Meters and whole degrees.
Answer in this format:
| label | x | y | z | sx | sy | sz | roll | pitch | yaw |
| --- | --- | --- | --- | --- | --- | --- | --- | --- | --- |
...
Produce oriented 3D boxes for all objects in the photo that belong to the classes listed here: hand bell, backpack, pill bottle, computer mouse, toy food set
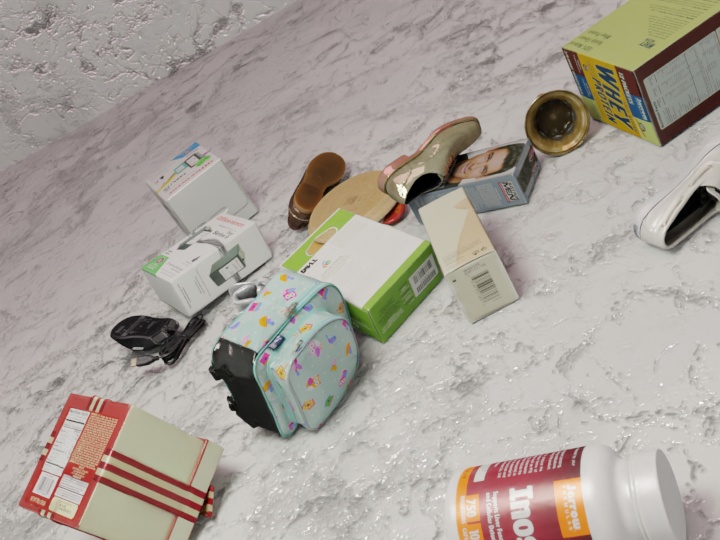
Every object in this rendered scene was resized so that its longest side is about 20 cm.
| label | x | y | z | sx | sy | sz | roll | pitch | yaw |
| --- | --- | --- | --- | --- | --- | --- | --- | --- | --- |
| hand bell | 0.314 | -0.269 | 1.477 | 0.104 | 0.105 | 0.200 | -26 | 19 | 13 |
| backpack | -0.088 | 0.106 | 1.209 | 0.152 | 0.177 | 0.201 | 8 | 48 | 28 |
| pill bottle | 0.187 | 0.224 | 0.814 | 0.199 | 0.113 | 0.113 | -18 | 32 | 26 |
| computer mouse | -0.380 | 0.136 | 1.584 | 0.198 | 0.046 | 0.141 | -3 | 32 | 26 |
| toy food set | -0.006 | -0.107 | 1.570 | 0.197 | 0.049 | 0.201 | -18 | 32 | 26 |

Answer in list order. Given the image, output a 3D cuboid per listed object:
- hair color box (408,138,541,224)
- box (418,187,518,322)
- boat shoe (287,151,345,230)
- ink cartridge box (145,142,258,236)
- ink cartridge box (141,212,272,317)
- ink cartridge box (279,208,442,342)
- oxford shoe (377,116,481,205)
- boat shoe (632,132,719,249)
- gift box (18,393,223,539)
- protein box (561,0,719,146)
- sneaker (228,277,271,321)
| label | x | y | z | sx | sy | sz | roll | pitch | yaw |
| --- | --- | --- | --- | --- | --- | --- | --- | --- | --- |
| hair color box | 0.181 | -0.142 | 1.424 | 0.199 | 0.061 | 0.099 | -9 | 37 | 36 |
| box | 0.149 | -0.027 | 1.250 | 0.077 | 0.095 | 0.200 | -27 | 31 | 8 |
| boat shoe | -0.091 | -0.155 | 1.708 | 0.200 | 0.070 | 0.071 | -57 | -4 | -45 |
| ink cartridge box | -0.341 | -0.159 | 1.881 | 0.146 | 0.146 | 0.200 | -39 | 30 | -10 |
| ink cartridge box | -0.288 | -0.017 | 1.656 | 0.200 | 0.084 | 0.146 | -38 | 30 | -23 |
| ink cartridge box | 0.000 | 0.000 | 1.329 | 0.199 | 0.076 | 0.148 | 24 | 61 | 41 |
| oxford shoe | 0.125 | -0.171 | 1.413 | 0.200 | 0.071 | 0.074 | -38 | 54 | -8 |
| boat shoe | 0.433 | -0.102 | 1.102 | 0.199 | 0.072 | 0.066 | -37 | 34 | -4 |
| gift box | -0.313 | 0.287 | 1.157 | 0.184 | 0.186 | 0.201 | 6 | 67 | 46 |
| protein box | 0.456 | -0.321 | 1.338 | 0.199 | 0.135 | 0.199 | -34 | 30 | -3 |
| sneaker | -0.177 | 0.084 | 1.355 | 0.199 | 0.115 | 0.075 | -36 | 41 | 21 |
